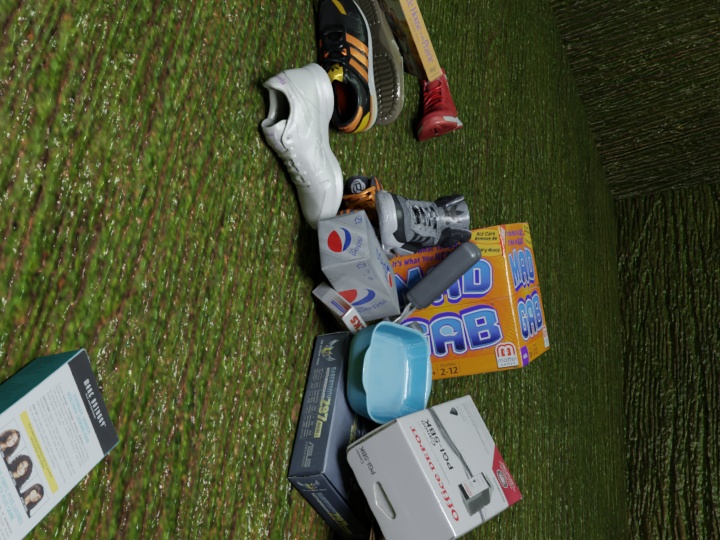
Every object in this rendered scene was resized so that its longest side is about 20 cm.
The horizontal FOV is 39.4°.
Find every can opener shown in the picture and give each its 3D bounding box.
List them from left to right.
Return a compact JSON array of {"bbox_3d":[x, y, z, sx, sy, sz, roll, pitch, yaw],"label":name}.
[{"bbox_3d":[0.097,0.047,1.398,0.067,0.200,0.053,50,16,10],"label":"can opener"}]

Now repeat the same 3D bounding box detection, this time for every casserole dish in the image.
[{"bbox_3d":[0.034,0.129,1.245,0.200,0.038,0.123,20,72,-62],"label":"casserole dish"}]

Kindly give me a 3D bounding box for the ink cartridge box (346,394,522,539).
[{"bbox_3d":[0.090,0.239,1.175,0.199,0.083,0.148,-4,63,-60],"label":"ink cartridge box"}]

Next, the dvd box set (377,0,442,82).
[{"bbox_3d":[0.050,-0.399,1.559,0.146,0.029,0.201,40,-21,54],"label":"dvd box set"}]

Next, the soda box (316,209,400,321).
[{"bbox_3d":[0.000,0.000,1.284,0.200,0.063,0.069,60,21,-65],"label":"soda box"}]

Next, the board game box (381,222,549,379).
[{"bbox_3d":[0.154,0.046,1.513,0.200,0.197,0.203,-9,90,-68],"label":"board game box"}]

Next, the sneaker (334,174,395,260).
[{"bbox_3d":[-0.009,-0.078,1.352,0.200,0.077,0.114,42,37,-75],"label":"sneaker"}]

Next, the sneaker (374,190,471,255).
[{"bbox_3d":[0.085,-0.070,1.318,0.200,0.112,0.077,33,47,-77],"label":"sneaker"}]

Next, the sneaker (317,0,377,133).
[{"bbox_3d":[-0.024,-0.289,1.391,0.090,0.069,0.203,-32,112,-69],"label":"sneaker"}]

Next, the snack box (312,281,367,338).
[{"bbox_3d":[0.004,0.096,1.307,0.024,0.072,0.201,-42,135,-10],"label":"snack box"}]

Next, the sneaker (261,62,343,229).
[{"bbox_3d":[-0.078,-0.147,1.231,0.099,0.074,0.203,-18,107,-37],"label":"sneaker"}]

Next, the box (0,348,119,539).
[{"bbox_3d":[-0.250,0.136,0.699,0.200,0.049,0.083,-50,127,-62],"label":"box"}]

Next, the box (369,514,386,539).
[{"bbox_3d":[0.025,0.351,1.201,0.164,0.021,0.202,-74,168,-59],"label":"box"}]

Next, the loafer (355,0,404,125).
[{"bbox_3d":[0.031,-0.318,1.530,0.067,0.075,0.203,4,76,-63],"label":"loafer"}]

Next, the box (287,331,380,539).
[{"bbox_3d":[-0.018,0.202,1.229,0.158,0.050,0.202,58,32,-42],"label":"box"}]

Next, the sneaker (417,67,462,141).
[{"bbox_3d":[0.123,-0.295,1.771,0.200,0.077,0.117,-33,103,-79],"label":"sneaker"}]
